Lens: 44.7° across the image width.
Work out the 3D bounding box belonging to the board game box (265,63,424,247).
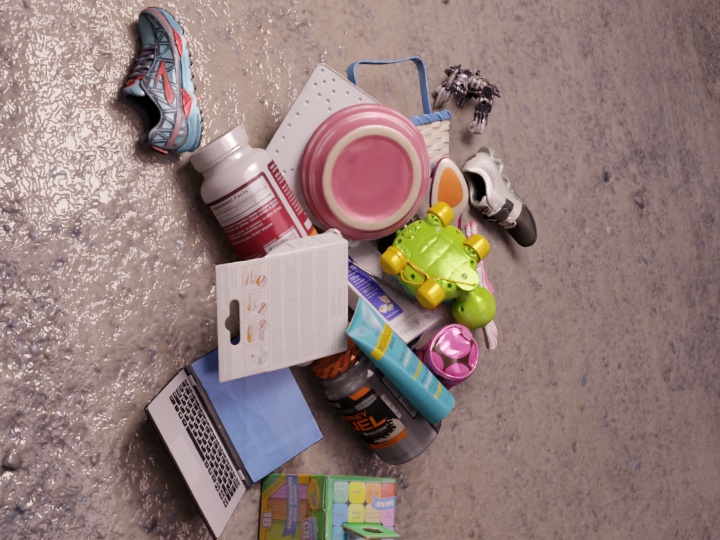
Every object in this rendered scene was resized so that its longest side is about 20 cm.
[{"bbox_3d":[-0.035,-0.167,1.295,0.198,0.026,0.202,31,97,-22],"label":"board game box"}]

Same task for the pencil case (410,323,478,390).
[{"bbox_3d":[0.122,0.138,1.340,0.094,0.200,0.091,-42,87,-17],"label":"pencil case"}]

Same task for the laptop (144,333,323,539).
[{"bbox_3d":[-0.155,0.199,1.133,0.190,0.114,0.200,64,15,-10],"label":"laptop"}]

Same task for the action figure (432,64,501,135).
[{"bbox_3d":[0.190,-0.311,1.567,0.118,0.103,0.200,31,16,-2],"label":"action figure"}]

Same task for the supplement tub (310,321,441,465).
[{"bbox_3d":[0.022,0.180,1.294,0.201,0.122,0.123,50,53,-20],"label":"supplement tub"}]

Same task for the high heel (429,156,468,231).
[{"bbox_3d":[0.139,-0.097,1.441,0.066,0.096,0.203,-18,116,-7],"label":"high heel"}]

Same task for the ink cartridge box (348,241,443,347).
[{"bbox_3d":[0.026,0.032,1.349,0.099,0.039,0.200,-28,67,-40],"label":"ink cartridge box"}]

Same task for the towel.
[{"bbox_3d":[0.204,0.020,1.462,0.201,0.029,0.149,-82,159,-64],"label":"towel"}]

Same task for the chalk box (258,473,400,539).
[{"bbox_3d":[-0.032,0.333,1.159,0.123,0.198,0.126,14,71,-38],"label":"chalk box"}]

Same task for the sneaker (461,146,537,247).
[{"bbox_3d":[0.245,-0.117,1.596,0.088,0.074,0.202,-38,98,-34],"label":"sneaker"}]

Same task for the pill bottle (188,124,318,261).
[{"bbox_3d":[-0.148,-0.092,1.212,0.113,0.112,0.202,-42,108,-38],"label":"pill bottle"}]

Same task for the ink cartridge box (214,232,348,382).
[{"bbox_3d":[-0.107,0.047,1.158,0.197,0.047,0.163,-11,113,-32],"label":"ink cartridge box"}]

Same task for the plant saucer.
[{"bbox_3d":[0.012,-0.138,1.276,0.197,0.051,0.204,-5,109,-13],"label":"plant saucer"}]

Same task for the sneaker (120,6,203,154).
[{"bbox_3d":[-0.273,-0.255,1.163,0.094,0.079,0.204,-12,84,-35],"label":"sneaker"}]

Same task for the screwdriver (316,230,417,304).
[{"bbox_3d":[0.000,0.000,1.329,0.199,0.029,0.028,36,43,-3],"label":"screwdriver"}]

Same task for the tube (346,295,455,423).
[{"bbox_3d":[0.053,0.130,1.226,0.200,0.050,0.078,47,30,-17],"label":"tube"}]

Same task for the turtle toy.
[{"bbox_3d":[0.124,0.006,1.320,0.200,0.101,0.145,43,68,15],"label":"turtle toy"}]

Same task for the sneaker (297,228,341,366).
[{"bbox_3d":[-0.068,0.034,1.250,0.074,0.089,0.204,15,76,-5],"label":"sneaker"}]

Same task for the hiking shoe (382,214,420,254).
[{"bbox_3d":[0.084,-0.032,1.427,0.099,0.075,0.204,-7,84,-38],"label":"hiking shoe"}]

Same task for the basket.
[{"bbox_3d":[0.057,-0.237,1.403,0.175,0.138,0.204,-15,101,-43],"label":"basket"}]
